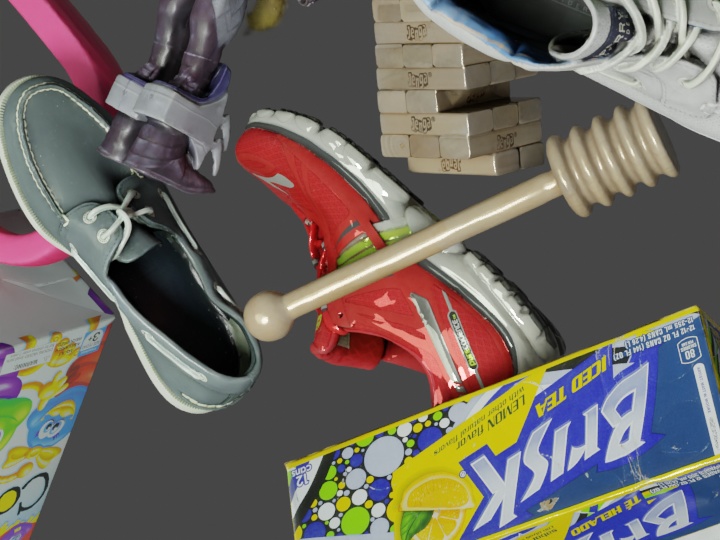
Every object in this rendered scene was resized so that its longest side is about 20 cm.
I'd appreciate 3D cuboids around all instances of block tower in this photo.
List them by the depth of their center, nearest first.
[{"bbox_3d":[0.040,-0.142,0.859,0.058,0.054,0.200,5,105,42],"label":"block tower"}]

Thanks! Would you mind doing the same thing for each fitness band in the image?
[{"bbox_3d":[-0.207,-0.094,1.093,0.144,0.037,0.200,-49,67,19],"label":"fitness band"}]

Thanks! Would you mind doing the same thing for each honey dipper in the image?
[{"bbox_3d":[0.037,-0.018,0.840,0.200,0.038,0.038,-23,84,15],"label":"honey dipper"}]

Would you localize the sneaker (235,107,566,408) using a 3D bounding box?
[{"bbox_3d":[0.000,0.000,0.898,0.085,0.077,0.200,-47,61,-1],"label":"sneaker"}]

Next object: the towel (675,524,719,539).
[{"bbox_3d":[0.155,0.173,0.856,0.149,0.031,0.200,26,121,40],"label":"towel"}]

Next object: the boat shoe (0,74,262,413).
[{"bbox_3d":[-0.113,-0.018,1.005,0.200,0.073,0.062,58,155,-6],"label":"boat shoe"}]

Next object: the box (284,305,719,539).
[{"bbox_3d":[0.070,0.088,0.823,0.200,0.064,0.070,-24,57,24],"label":"box"}]

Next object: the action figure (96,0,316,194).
[{"bbox_3d":[-0.073,-0.142,0.958,0.130,0.069,0.200,29,105,46],"label":"action figure"}]

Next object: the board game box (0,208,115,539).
[{"bbox_3d":[-0.238,0.080,1.152,0.103,0.105,0.200,45,129,26],"label":"board game box"}]

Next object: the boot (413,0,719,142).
[{"bbox_3d":[0.112,-0.086,0.756,0.200,0.096,0.074,22,110,26],"label":"boot"}]
